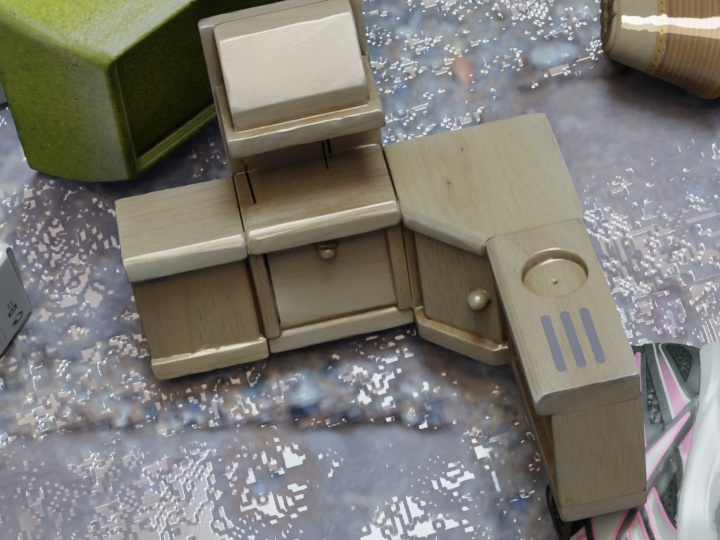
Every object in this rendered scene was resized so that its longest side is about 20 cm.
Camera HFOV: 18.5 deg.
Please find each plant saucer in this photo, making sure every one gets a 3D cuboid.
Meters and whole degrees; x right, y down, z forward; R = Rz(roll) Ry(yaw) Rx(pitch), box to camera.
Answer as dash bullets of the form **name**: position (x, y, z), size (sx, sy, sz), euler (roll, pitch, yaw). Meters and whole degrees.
- **plant saucer**: position (-0.068, -0.122, 1.000), size (0.200, 0.200, 0.048), euler (-38, 76, -12)

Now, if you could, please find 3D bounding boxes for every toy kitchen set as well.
- **toy kitchen set**: position (0.000, 0.000, 0.933), size (0.199, 0.164, 0.181), euler (-12, 42, -2)

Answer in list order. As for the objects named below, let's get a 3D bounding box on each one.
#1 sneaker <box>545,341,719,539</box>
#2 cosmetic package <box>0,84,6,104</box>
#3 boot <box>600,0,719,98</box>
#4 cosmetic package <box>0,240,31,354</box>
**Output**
- **sneaker**: position (0.120, 0.121, 0.971), size (0.086, 0.080, 0.201), euler (7, 60, 18)
- **cosmetic package**: position (-0.153, -0.156, 1.084), size (0.199, 0.071, 0.102), euler (-24, 67, -7)
- **boot**: position (0.202, -0.170, 1.092), size (0.165, 0.072, 0.201), euler (8, 67, -8)
- **cosmetic package**: position (-0.251, 0.058, 0.997), size (0.112, 0.081, 0.201), euler (28, 71, 10)
